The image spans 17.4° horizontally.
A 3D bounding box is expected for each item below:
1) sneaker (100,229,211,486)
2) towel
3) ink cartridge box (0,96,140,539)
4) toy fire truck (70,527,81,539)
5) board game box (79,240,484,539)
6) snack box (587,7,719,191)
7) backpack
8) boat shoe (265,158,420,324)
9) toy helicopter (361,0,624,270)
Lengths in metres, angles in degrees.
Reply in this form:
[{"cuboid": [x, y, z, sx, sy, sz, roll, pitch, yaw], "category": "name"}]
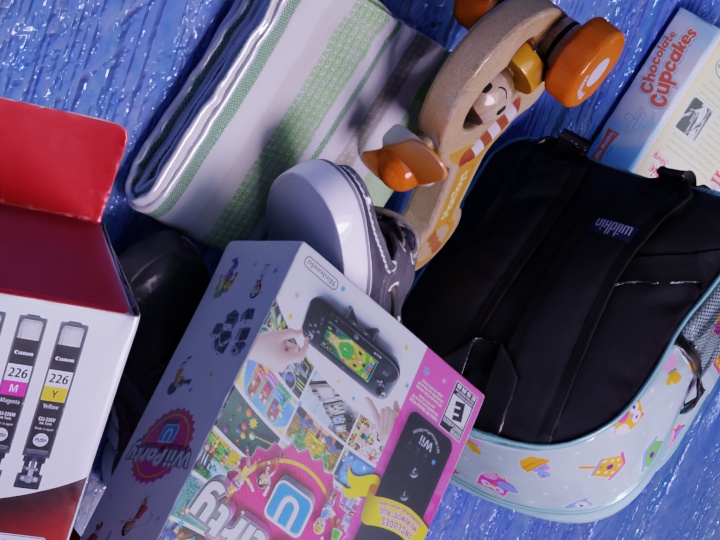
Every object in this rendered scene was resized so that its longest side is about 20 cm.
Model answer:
[{"cuboid": [-0.072, 0.074, 1.165, 0.076, 0.115, 0.200, -36, 149, -26], "category": "sneaker"}, {"cuboid": [-0.029, -0.074, 1.188, 0.149, 0.031, 0.200, -56, 152, 6], "category": "towel"}, {"cuboid": [-0.195, 0.019, 0.893, 0.199, 0.084, 0.176, 10, 115, -22], "category": "ink cartridge box"}, {"cuboid": [-0.170, 0.092, 1.075, 0.200, 0.129, 0.176, -38, 147, -10], "category": "toy fire truck"}, {"cuboid": [-0.040, 0.108, 1.109, 0.147, 0.064, 0.200, 40, 65, -34], "category": "board game box"}, {"cuboid": [0.221, -0.082, 1.517, 0.116, 0.037, 0.200, -58, 150, 3], "category": "snack box"}, {"cuboid": [0.113, 0.044, 1.333, 0.200, 0.175, 0.154, -52, 150, -32], "category": "backpack"}, {"cuboid": [0.000, 0.000, 1.201, 0.066, 0.070, 0.200, -32, 149, -18], "category": "boat shoe"}, {"cuboid": [0.048, -0.061, 1.216, 0.132, 0.079, 0.200, -40, 163, -37], "category": "toy helicopter"}]
